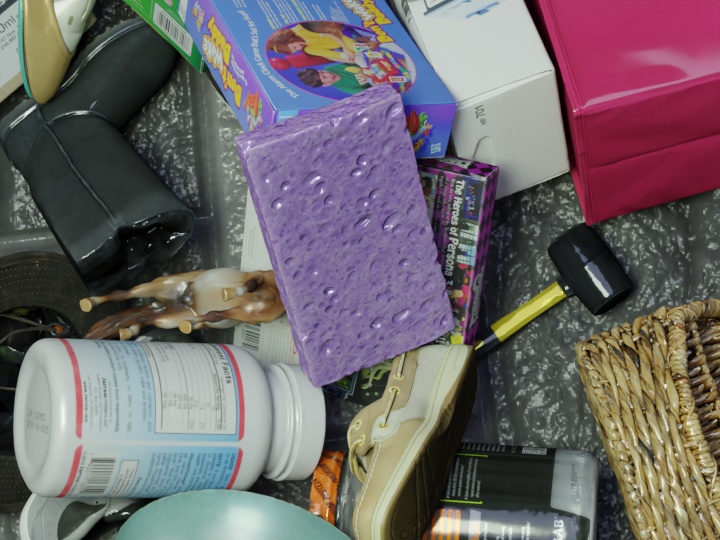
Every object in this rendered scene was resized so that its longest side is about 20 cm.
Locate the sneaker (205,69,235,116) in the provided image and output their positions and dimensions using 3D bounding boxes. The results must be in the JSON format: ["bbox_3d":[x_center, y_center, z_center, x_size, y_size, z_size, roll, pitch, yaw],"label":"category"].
[{"bbox_3d":[-0.042,-0.123,1.705,0.200,0.080,0.074,39,86,15],"label":"sneaker"}]

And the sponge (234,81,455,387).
[{"bbox_3d":[-0.008,-0.022,1.516,0.111,0.200,0.030,-22,35,-11],"label":"sponge"}]

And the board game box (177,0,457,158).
[{"bbox_3d":[-0.034,-0.150,1.573,0.134,0.045,0.200,-4,38,-23],"label":"board game box"}]

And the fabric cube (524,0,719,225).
[{"bbox_3d":[0.227,-0.178,1.613,0.199,0.200,0.197,-14,67,2],"label":"fabric cube"}]

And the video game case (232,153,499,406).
[{"bbox_3d":[0.000,0.000,1.626,0.181,0.036,0.200,14,115,19],"label":"video game case"}]

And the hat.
[{"bbox_3d":[-0.264,0.076,1.672,0.081,0.201,0.201,22,77,53],"label":"hat"}]

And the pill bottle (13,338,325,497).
[{"bbox_3d":[-0.131,0.103,1.557,0.200,0.109,0.109,3,75,-24],"label":"pill bottle"}]

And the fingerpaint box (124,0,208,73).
[{"bbox_3d":[-0.128,-0.277,1.725,0.167,0.073,0.200,-39,74,-26],"label":"fingerpaint box"}]

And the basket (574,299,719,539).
[{"bbox_3d":[0.248,0.122,1.580,0.149,0.143,0.200,-17,76,3],"label":"basket"}]

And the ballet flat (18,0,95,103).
[{"bbox_3d":[-0.226,-0.222,1.662,0.063,0.069,0.200,-3,106,7],"label":"ballet flat"}]

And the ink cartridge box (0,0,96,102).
[{"bbox_3d":[-0.330,-0.194,1.715,0.200,0.075,0.165,-41,115,-3],"label":"ink cartridge box"}]

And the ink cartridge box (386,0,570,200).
[{"bbox_3d":[0.076,-0.171,1.644,0.086,0.147,0.200,-21,61,-2],"label":"ink cartridge box"}]

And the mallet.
[{"bbox_3d":[0.102,0.035,1.675,0.200,0.041,0.066,-28,75,4],"label":"mallet"}]

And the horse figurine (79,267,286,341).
[{"bbox_3d":[-0.110,0.025,1.606,0.200,0.132,0.050,-7,93,36],"label":"horse figurine"}]

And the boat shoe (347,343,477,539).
[{"bbox_3d":[0.025,0.120,1.530,0.066,0.074,0.200,8,34,17],"label":"boat shoe"}]

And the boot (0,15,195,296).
[{"bbox_3d":[-0.172,-0.089,1.666,0.165,0.066,0.200,-40,39,1],"label":"boot"}]

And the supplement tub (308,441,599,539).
[{"bbox_3d":[0.067,0.182,1.597,0.199,0.123,0.123,4,77,8],"label":"supplement tub"}]

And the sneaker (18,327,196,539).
[{"bbox_3d":[-0.163,0.142,1.632,0.075,0.115,0.200,32,89,-28],"label":"sneaker"}]

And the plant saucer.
[{"bbox_3d":[-0.082,0.234,1.571,0.200,0.200,0.036,7,42,8],"label":"plant saucer"}]
